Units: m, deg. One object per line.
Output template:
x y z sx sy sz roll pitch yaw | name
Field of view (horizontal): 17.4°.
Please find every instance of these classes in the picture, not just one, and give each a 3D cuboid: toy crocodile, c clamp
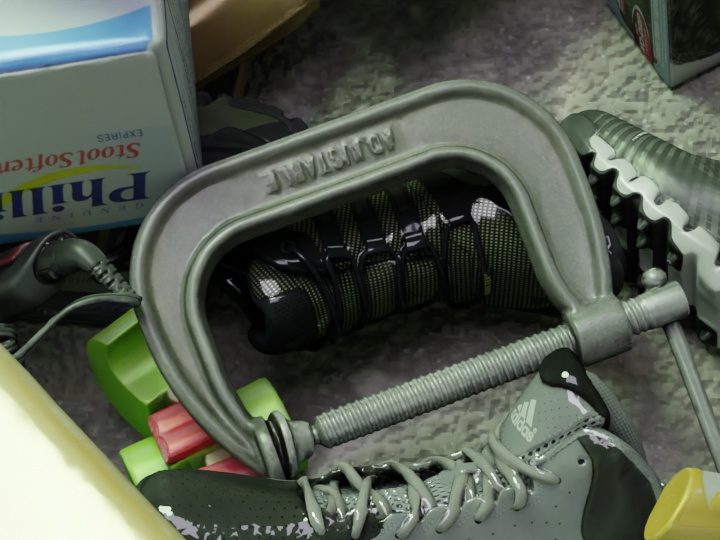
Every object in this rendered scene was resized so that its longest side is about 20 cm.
-0.042 0.096 0.867 0.067 0.062 0.200 -25 57 -7 | toy crocodile
0.023 0.020 0.851 0.199 0.027 0.172 -14 83 -6 | c clamp

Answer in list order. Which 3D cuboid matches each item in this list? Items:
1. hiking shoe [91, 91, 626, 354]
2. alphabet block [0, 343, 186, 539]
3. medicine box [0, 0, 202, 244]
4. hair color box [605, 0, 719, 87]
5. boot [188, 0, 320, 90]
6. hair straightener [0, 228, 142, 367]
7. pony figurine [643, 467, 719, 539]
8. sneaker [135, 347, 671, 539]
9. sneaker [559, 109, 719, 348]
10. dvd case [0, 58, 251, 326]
0.000 0.000 0.908 0.199 0.076 0.101 12 53 17 | hiking shoe
-0.117 0.165 0.697 0.195 0.197 0.200 -39 58 -14 | alphabet block
-0.160 -0.112 0.907 0.181 0.103 0.201 -8 51 1 | medicine box
0.197 -0.166 0.973 0.199 0.099 0.061 -27 57 -7 | hair color box
-0.145 -0.101 1.001 0.200 0.066 0.175 -41 65 -18 | boot
-0.157 0.035 0.889 0.199 0.041 0.077 -12 48 39 | hair straightener
0.216 0.067 0.762 0.200 0.167 0.194 34 67 -8 | pony figurine
0.027 0.069 0.795 0.199 0.116 0.075 14 27 -21 | sneaker
0.163 -0.008 0.899 0.090 0.067 0.200 -41 63 -20 | sneaker
-0.127 -0.066 1.017 0.148 0.016 0.201 4 58 12 | dvd case
